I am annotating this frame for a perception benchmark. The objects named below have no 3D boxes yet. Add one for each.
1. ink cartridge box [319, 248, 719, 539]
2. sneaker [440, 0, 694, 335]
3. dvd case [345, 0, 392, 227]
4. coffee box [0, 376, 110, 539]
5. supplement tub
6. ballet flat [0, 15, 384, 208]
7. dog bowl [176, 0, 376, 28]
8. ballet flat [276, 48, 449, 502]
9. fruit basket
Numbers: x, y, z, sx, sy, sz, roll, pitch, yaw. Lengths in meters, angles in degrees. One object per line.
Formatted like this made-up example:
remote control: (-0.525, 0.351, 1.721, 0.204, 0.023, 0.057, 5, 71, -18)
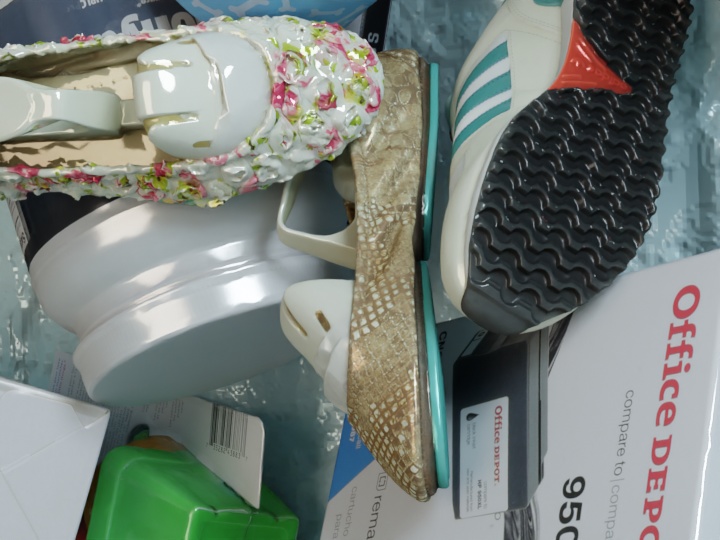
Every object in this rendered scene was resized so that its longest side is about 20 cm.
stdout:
ink cartridge box: (0.081, 0.087, 0.785, 0.200, 0.084, 0.145, -17, 52, 45)
sneaker: (0.067, -0.047, 0.811, 0.093, 0.070, 0.200, -37, 27, 52)
dvd case: (-0.078, -0.080, 0.993, 0.200, 0.025, 0.151, 13, 98, 36)
coffee box: (-0.196, 0.082, 0.951, 0.200, 0.113, 0.080, 174, 113, -71)
supplement tub: (-0.088, -0.056, 0.898, 0.140, 0.140, 0.200, -30, 73, 34)
ballet flat: (-0.092, -0.059, 0.792, 0.200, 0.064, 0.076, -8, 85, 13)
dog bowl: (-0.028, -0.168, 0.869, 0.050, 0.111, 0.200, -52, 16, 43)
ballet flat: (0.000, 0.000, 0.805, 0.065, 0.071, 0.200, 0, 54, 0)
fruit basket: (-0.111, 0.144, 0.994, 0.200, 0.094, 0.186, 11, 90, 58)
